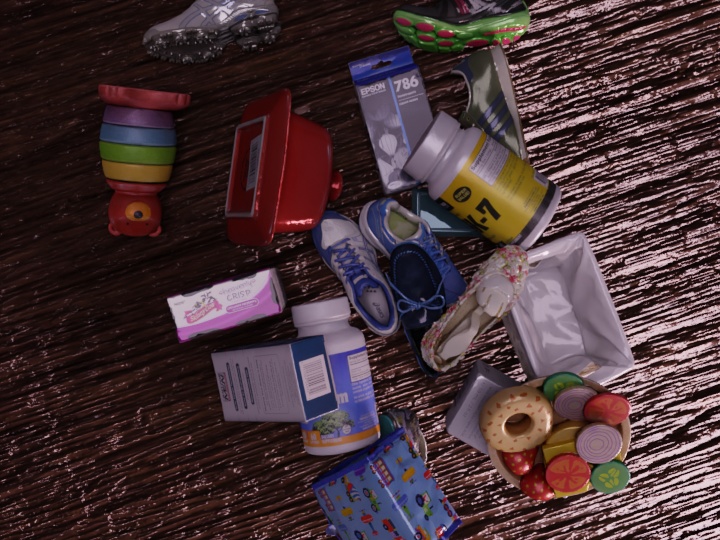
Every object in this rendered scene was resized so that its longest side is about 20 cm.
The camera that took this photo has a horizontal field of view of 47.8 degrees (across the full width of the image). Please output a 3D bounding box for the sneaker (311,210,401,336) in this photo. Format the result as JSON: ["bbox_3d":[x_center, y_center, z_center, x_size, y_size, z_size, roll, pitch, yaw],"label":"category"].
[{"bbox_3d":[0.000,0.000,1.147,0.075,0.088,0.202,-35,90,0],"label":"sneaker"}]

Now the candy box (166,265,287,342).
[{"bbox_3d":[-0.170,0.040,1.083,0.134,0.200,0.062,-16,91,-3],"label":"candy box"}]

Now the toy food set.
[{"bbox_3d":[0.263,0.222,1.074,0.194,0.049,0.203,-16,112,11],"label":"toy food set"}]

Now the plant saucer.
[{"bbox_3d":[0.173,-0.085,1.189,0.195,0.019,0.072,1,89,-1],"label":"plant saucer"}]

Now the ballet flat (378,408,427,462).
[{"bbox_3d":[0.068,0.294,1.160,0.070,0.072,0.205,-4,99,-2],"label":"ballet flat"}]

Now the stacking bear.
[{"bbox_3d":[-0.308,-0.147,1.126,0.119,0.113,0.204,1,101,-26],"label":"stacking bear"}]

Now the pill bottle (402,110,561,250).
[{"bbox_3d":[0.163,-0.121,1.107,0.198,0.114,0.115,34,89,-4],"label":"pill bottle"}]

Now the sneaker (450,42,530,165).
[{"bbox_3d":[0.186,-0.215,1.171,0.088,0.067,0.204,-13,95,12],"label":"sneaker"}]

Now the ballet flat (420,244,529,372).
[{"bbox_3d":[0.153,0.058,1.058,0.075,0.064,0.201,34,106,-10],"label":"ballet flat"}]

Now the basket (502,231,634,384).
[{"bbox_3d":[0.272,0.063,1.139,0.133,0.123,0.203,-22,92,-2],"label":"basket"}]

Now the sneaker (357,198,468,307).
[{"bbox_3d":[0.080,-0.022,1.145,0.199,0.077,0.076,42,69,-10],"label":"sneaker"}]

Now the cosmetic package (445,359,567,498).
[{"bbox_3d":[0.228,0.223,1.154,0.197,0.074,0.103,28,104,0],"label":"cosmetic package"}]

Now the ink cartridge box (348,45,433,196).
[{"bbox_3d":[0.054,-0.219,1.174,0.098,0.039,0.204,-17,90,-1],"label":"ink cartridge box"}]

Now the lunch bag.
[{"bbox_3d":[0.014,0.333,1.114,0.199,0.094,0.152,-38,82,39],"label":"lunch bag"}]

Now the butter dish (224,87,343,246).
[{"bbox_3d":[-0.093,-0.128,1.116,0.145,0.199,0.205,8,89,-25],"label":"butter dish"}]

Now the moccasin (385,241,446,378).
[{"bbox_3d":[0.091,0.057,1.121,0.079,0.069,0.203,-16,117,13],"label":"moccasin"}]

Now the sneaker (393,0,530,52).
[{"bbox_3d":[0.142,-0.368,1.169,0.195,0.077,0.086,-3,73,-5],"label":"sneaker"}]

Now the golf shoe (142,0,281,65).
[{"bbox_3d":[-0.215,-0.358,1.157,0.196,0.078,0.099,-13,73,-8],"label":"golf shoe"}]

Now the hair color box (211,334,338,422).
[{"bbox_3d":[-0.119,0.147,1.091,0.060,0.198,0.102,-12,90,-41],"label":"hair color box"}]

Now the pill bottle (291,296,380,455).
[{"bbox_3d":[-0.041,0.143,1.133,0.110,0.112,0.204,-11,90,-2],"label":"pill bottle"}]
